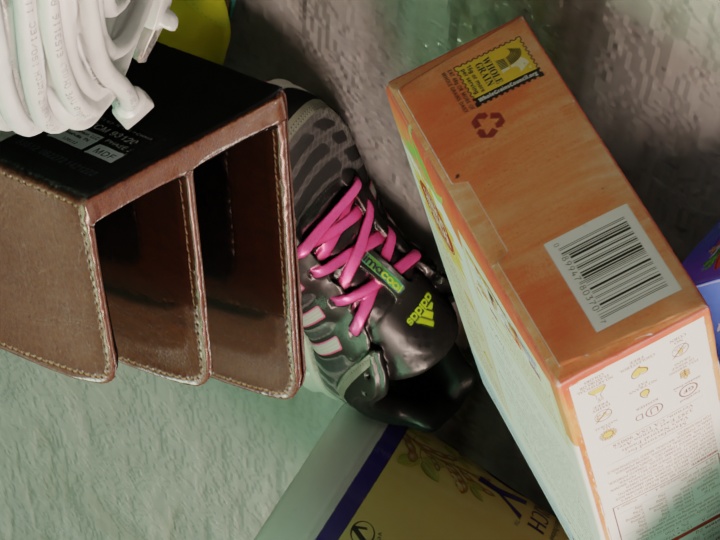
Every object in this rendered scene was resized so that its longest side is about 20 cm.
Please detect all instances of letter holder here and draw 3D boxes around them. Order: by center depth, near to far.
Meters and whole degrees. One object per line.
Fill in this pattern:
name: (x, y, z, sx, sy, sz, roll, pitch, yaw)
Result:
letter holder: (-0.127, -0.015, 0.967, 0.199, 0.100, 0.143, 23, 131, 37)

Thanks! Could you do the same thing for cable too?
cable: (-0.097, -0.143, 0.791, 0.069, 0.202, 0.200, 8, -175, 4)

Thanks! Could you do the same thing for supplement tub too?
supplement tub: (0.041, 0.165, 1.110, 0.199, 0.146, 0.146, 33, 155, 1)

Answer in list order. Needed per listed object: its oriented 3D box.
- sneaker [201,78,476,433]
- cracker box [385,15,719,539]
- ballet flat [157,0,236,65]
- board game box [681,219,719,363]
sneaker: (0.000, 0.000, 1.017, 0.087, 0.074, 0.200, 28, 156, 32)
cracker box: (0.077, 0.027, 0.869, 0.134, 0.057, 0.200, 61, 175, 34)
ballet flat: (-0.095, -0.067, 1.057, 0.067, 0.067, 0.200, 37, 155, 9)
board game box: (0.198, 0.027, 0.782, 0.135, 0.045, 0.200, 49, 155, -11)
